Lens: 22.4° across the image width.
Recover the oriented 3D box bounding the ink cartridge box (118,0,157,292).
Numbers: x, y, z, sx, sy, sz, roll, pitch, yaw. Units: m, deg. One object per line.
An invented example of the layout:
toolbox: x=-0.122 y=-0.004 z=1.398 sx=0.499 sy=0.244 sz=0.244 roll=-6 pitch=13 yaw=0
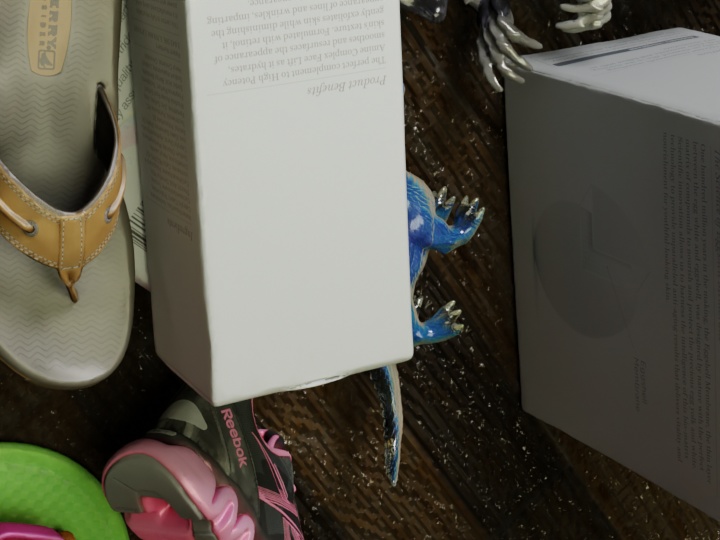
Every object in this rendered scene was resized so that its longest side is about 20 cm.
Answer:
ink cartridge box: x=-0.110 y=-0.089 z=0.812 sx=0.200 sy=0.087 sz=0.146 roll=36 pitch=86 yaw=-32

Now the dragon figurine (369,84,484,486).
dragon figurine: x=0.000 y=0.000 z=0.910 sx=0.099 sy=0.059 sz=0.202 roll=10 pitch=99 yaw=-29

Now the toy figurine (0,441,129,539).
toy figurine: x=-0.151 y=0.202 z=0.817 sx=0.149 sy=0.184 sz=0.202 roll=11 pitch=100 yaw=-29

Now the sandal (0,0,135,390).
sandal: x=-0.121 y=-0.046 z=0.737 sx=0.081 sy=0.055 sz=0.202 roll=0 pitch=104 yaw=-26

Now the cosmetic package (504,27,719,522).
cosmetic package: x=0.178 y=-0.004 z=0.919 sx=0.122 sy=0.200 sz=0.201 roll=-13 pitch=110 yaw=-23

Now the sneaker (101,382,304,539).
sneaker: x=-0.052 y=0.130 z=0.917 sx=0.096 sy=0.078 sz=0.201 roll=-64 pitch=143 yaw=-39

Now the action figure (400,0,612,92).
action figure: x=0.076 y=-0.145 z=0.879 sx=0.198 sy=0.119 sz=0.103 roll=-11 pitch=75 yaw=-18

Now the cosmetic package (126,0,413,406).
cosmetic package: x=-0.038 y=-0.055 z=0.770 sx=0.101 sy=0.074 sz=0.202 roll=-10 pitch=111 yaw=-26
